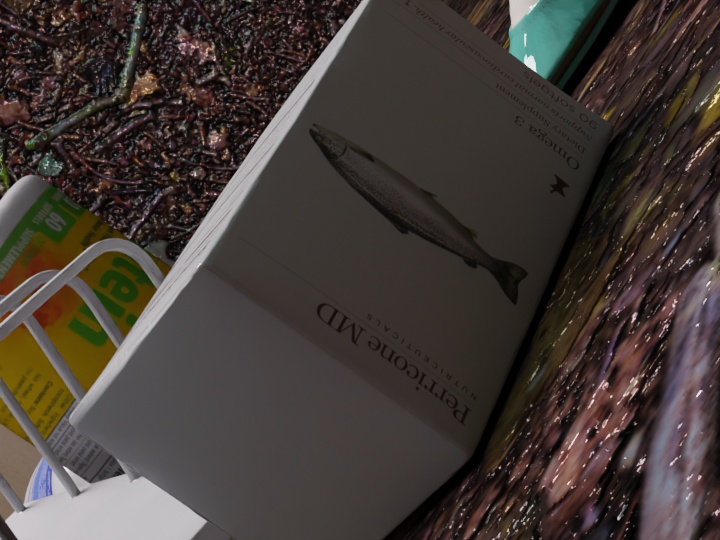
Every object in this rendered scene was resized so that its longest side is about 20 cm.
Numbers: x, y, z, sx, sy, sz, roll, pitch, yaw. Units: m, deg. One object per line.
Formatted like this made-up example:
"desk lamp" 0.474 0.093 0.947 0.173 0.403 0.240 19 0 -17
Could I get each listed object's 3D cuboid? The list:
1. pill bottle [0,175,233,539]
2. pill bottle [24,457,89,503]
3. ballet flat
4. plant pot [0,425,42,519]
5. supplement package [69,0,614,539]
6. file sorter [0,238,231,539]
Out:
"pill bottle" -0.113 0.052 0.960 0.111 0.200 0.111 -55 6 8
"pill bottle" -0.126 0.125 1.106 0.112 0.112 0.200 -58 6 -22
"ballet flat" 0.116 -0.171 0.983 0.200 0.070 0.067 -55 6 6
"plant pot" -0.307 0.257 1.570 0.200 0.199 0.177 -54 17 19
"supplement package" -0.001 0.000 0.742 0.117 0.117 0.200 -47 11 43
"file sorter" -0.155 0.087 0.802 0.200 0.125 0.139 -20 19 45
